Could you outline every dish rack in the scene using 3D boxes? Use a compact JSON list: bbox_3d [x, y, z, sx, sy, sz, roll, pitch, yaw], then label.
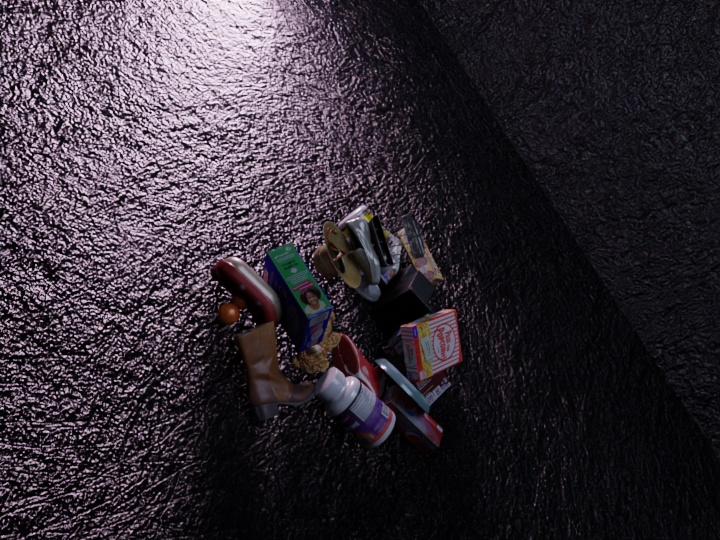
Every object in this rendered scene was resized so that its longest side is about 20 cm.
[{"bbox_3d":[0.115,-0.094,1.858,0.198,0.054,0.155,-12,82,-35],"label":"dish rack"}]

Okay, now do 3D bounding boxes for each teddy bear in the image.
[{"bbox_3d":[-0.115,0.161,1.587,0.145,0.067,0.201,40,41,-10],"label":"teddy bear"}]

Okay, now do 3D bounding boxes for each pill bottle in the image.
[{"bbox_3d":[-0.017,0.333,1.537,0.200,0.111,0.112,44,37,-15],"label":"pill bottle"},{"bbox_3d":[0.029,-0.090,1.901,0.201,0.109,0.109,52,36,-8],"label":"pill bottle"}]

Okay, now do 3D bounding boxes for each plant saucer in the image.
[{"bbox_3d":[0.116,0.304,1.679,0.200,0.027,0.200,45,-6,6],"label":"plant saucer"}]

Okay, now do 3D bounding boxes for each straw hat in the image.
[{"bbox_3d":[-0.084,-0.029,1.754,0.202,0.084,0.202,53,23,-33],"label":"straw hat"}]

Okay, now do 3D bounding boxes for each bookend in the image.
[{"bbox_3d":[0.149,0.061,1.841,0.092,0.198,0.201,45,46,-11],"label":"bookend"}]

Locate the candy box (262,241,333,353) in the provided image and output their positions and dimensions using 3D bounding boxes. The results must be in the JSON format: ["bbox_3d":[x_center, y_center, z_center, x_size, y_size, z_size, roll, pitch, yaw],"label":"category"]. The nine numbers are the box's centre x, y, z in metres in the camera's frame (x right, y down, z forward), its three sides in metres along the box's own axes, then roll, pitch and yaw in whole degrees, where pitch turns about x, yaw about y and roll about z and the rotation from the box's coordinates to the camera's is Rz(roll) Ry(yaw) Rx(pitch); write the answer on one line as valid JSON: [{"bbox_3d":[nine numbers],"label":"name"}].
[{"bbox_3d":[-0.156,0.065,1.489,0.076,0.170,0.201,-24,65,-28],"label":"candy box"}]

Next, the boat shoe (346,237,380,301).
[{"bbox_3d":[0.000,-0.001,1.855,0.074,0.065,0.203,-26,83,-54],"label":"boat shoe"}]

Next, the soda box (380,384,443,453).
[{"bbox_3d":[0.131,0.401,1.690,0.200,0.070,0.064,46,40,-15],"label":"soda box"}]

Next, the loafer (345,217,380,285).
[{"bbox_3d":[0.004,-0.052,1.803,0.069,0.070,0.202,-14,83,-29],"label":"loafer"}]

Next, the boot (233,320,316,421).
[{"bbox_3d":[-0.192,0.216,1.427,0.187,0.068,0.203,-13,91,-40],"label":"boot"}]

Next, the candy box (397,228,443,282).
[{"bbox_3d":[0.204,-0.048,2.109,0.202,0.055,0.115,65,16,11],"label":"candy box"}]

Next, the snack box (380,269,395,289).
[{"bbox_3d":[0.123,0.077,1.970,0.201,0.024,0.072,54,39,-3],"label":"snack box"}]

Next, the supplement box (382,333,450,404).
[{"bbox_3d":[0.161,0.276,1.788,0.108,0.061,0.201,-36,97,-33],"label":"supplement box"}]

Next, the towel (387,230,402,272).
[{"bbox_3d":[0.056,-0.099,2.026,0.199,0.031,0.150,37,39,-24],"label":"towel"}]

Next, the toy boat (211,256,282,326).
[{"bbox_3d":[-0.278,0.073,1.452,0.200,0.130,0.131,45,67,-13],"label":"toy boat"}]

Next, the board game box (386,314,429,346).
[{"bbox_3d":[0.170,0.210,1.893,0.151,0.036,0.201,45,47,-15],"label":"board game box"}]

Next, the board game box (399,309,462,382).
[{"bbox_3d":[0.199,0.205,1.742,0.199,0.046,0.154,-16,100,-44],"label":"board game box"}]

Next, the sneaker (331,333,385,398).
[{"bbox_3d":[-0.003,0.256,1.665,0.115,0.078,0.202,-14,81,-65],"label":"sneaker"}]
